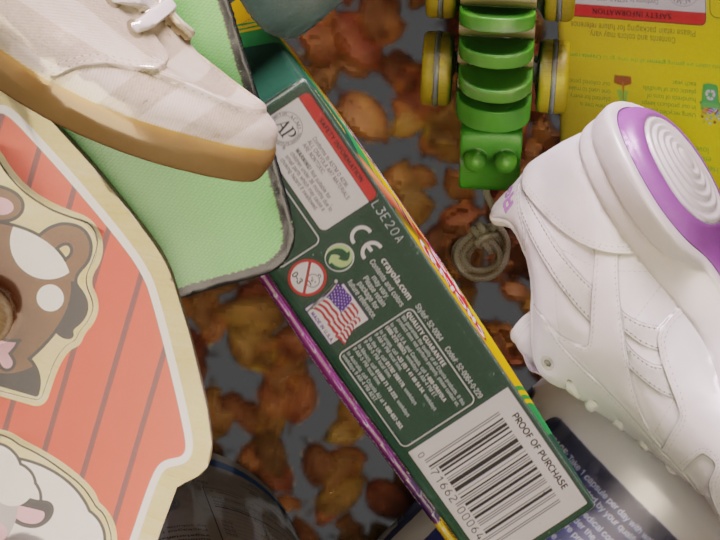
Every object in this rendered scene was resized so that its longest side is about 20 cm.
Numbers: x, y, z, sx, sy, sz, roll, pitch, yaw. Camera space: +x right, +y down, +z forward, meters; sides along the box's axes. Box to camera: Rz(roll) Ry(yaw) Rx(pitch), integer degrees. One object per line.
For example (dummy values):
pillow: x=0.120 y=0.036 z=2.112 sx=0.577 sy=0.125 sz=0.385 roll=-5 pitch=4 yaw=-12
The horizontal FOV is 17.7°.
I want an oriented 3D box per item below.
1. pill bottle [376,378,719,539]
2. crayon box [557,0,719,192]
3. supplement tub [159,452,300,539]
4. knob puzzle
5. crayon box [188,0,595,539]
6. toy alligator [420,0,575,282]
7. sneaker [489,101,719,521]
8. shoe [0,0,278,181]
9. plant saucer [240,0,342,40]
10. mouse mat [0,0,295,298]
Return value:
pill bottle: x=0.089 y=0.112 z=0.986 sx=0.200 sy=0.111 sz=0.111 roll=-45 pitch=109 yaw=3
crayon box: x=0.144 y=-0.077 z=0.940 sx=0.051 sy=0.127 sz=0.200 roll=-23 pitch=116 yaw=-51
supplement tub: x=-0.071 y=0.159 z=0.920 sx=0.132 sy=0.200 sz=0.132 roll=-3 pitch=106 yaw=-10
knob puzzle: x=-0.145 y=0.035 z=0.773 sx=0.219 sy=0.030 sz=0.220 roll=0 pitch=98 yaw=-2
crayon box: x=0.000 y=0.000 z=0.905 sx=0.058 sy=0.173 sz=0.200 roll=-34 pitch=109 yaw=3
toy alligator: x=0.053 y=-0.068 z=0.931 sx=0.059 sy=0.054 sz=0.200 roll=4 pitch=122 yaw=3
sneaker: x=0.121 y=0.037 z=0.916 sx=0.100 sy=0.075 sz=0.200 roll=-30 pitch=81 yaw=32
shoe: x=-0.108 y=-0.093 z=0.732 sx=0.200 sy=0.070 sz=0.053 roll=30 pitch=107 yaw=-9
plant saucer: x=-0.006 y=-0.184 z=0.843 sx=0.039 sy=0.201 sz=0.201 roll=6 pitch=106 yaw=17
mouse mat: x=-0.135 y=-0.050 z=0.780 sx=0.200 sy=0.008 sz=0.161 roll=-16 pitch=104 yaw=-2
